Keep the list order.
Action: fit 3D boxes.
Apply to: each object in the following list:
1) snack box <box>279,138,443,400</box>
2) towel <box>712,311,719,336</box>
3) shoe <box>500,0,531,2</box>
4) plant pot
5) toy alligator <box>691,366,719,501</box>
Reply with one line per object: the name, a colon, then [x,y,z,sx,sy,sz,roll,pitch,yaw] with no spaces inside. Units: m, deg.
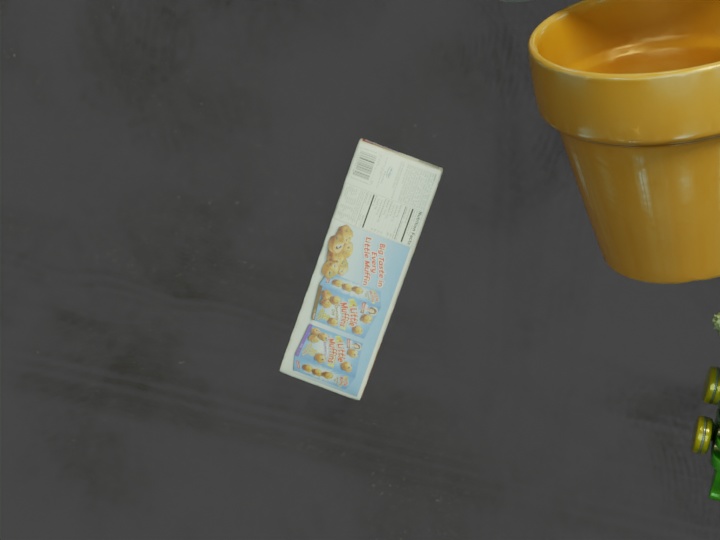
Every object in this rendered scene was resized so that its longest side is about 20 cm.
snack box: [0.000,0.000,1.728,0.072,0.024,0.201,20,101,1]
towel: [0.383,0.047,1.671,0.199,0.036,0.149,-28,96,-8]
shoe: [0.195,-0.260,1.624,0.199,0.071,0.092,-4,88,17]
plant pot: [0.236,-0.099,1.615,0.199,0.200,0.184,-7,115,7]
toy alligator: [0.305,0.092,1.701,0.059,0.054,0.201,12,101,3]
